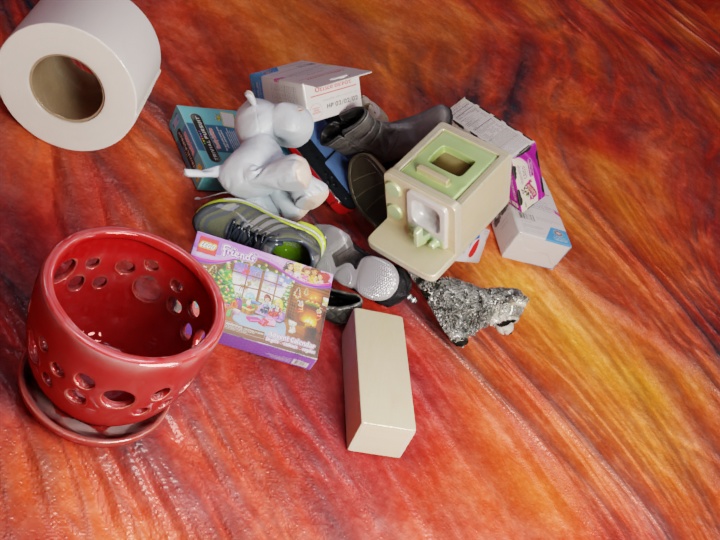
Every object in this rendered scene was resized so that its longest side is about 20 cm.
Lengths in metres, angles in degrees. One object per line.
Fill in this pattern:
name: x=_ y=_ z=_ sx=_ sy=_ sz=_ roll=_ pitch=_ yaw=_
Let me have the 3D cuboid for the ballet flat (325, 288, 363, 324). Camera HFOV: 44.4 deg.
ballet flat: x=-0.091 y=0.023 z=1.270 sx=0.199 sy=0.057 sz=0.067 roll=20 pitch=42 yaw=-17

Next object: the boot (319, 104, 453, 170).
boot: x=0.042 y=-0.229 z=1.441 sx=0.132 sy=0.200 sz=0.070 roll=32 pitch=36 yaw=-45

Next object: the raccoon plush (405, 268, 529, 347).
raccoon plush: x=0.167 y=0.026 z=1.340 sx=0.200 sy=0.134 sz=0.097 roll=53 pitch=9 yaw=-28

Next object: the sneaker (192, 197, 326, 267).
sneaker: x=-0.145 y=-0.050 z=1.273 sx=0.199 sy=0.074 sz=0.081 roll=13 pitch=20 yaw=-8

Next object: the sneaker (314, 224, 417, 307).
sneaker: x=0.000 y=0.000 z=1.352 sx=0.200 sy=0.076 sz=0.114 roll=32 pitch=1 yaw=38

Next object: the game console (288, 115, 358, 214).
game console: x=-0.047 y=-0.198 z=1.501 sx=0.177 sy=0.031 sz=0.200 roll=55 pitch=29 yaw=-13

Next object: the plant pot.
plant pot: x=-0.271 y=0.080 z=0.980 sx=0.200 sy=0.183 sz=0.201 roll=19 pitch=40 yaw=-17

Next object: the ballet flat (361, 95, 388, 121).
ballet flat: x=-0.012 y=-0.303 z=1.677 sx=0.200 sy=0.062 sz=0.068 roll=-8 pitch=54 yaw=-41

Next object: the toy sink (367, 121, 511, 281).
toy sink: x=0.113 y=-0.106 z=1.296 sx=0.130 sy=0.112 sz=0.200 roll=31 pitch=60 yaw=27

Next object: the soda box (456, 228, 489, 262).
soda box: x=0.147 y=-0.054 z=1.444 sx=0.068 sy=0.064 sz=0.200 roll=21 pitch=8 yaw=22

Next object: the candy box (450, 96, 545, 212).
candy box: x=0.241 y=-0.212 z=1.604 sx=0.061 sy=0.137 sz=0.200 roll=-35 pitch=47 yaw=-11

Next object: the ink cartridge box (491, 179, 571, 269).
ink cartridge box: x=0.310 y=-0.105 z=1.671 sx=0.115 sy=0.068 sz=0.200 roll=14 pitch=42 yaw=-22

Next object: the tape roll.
tape roll: x=-0.404 y=-0.294 z=1.278 sx=0.202 sy=0.203 sz=0.139 roll=22 pitch=39 yaw=-13

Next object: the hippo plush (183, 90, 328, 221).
hippo plush: x=-0.144 y=-0.173 z=1.340 sx=0.199 sy=0.159 sz=0.161 roll=1 pitch=65 yaw=4

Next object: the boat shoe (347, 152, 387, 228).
boat shoe: x=0.045 y=-0.107 z=1.471 sx=0.200 sy=0.072 sz=0.068 roll=63 pitch=25 yaw=-8

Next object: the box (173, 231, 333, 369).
box: x=-0.144 y=0.040 z=1.189 sx=0.199 sy=0.039 sz=0.137 roll=17 pitch=56 yaw=-12

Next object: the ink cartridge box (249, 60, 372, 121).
ink cartridge box: x=-0.079 y=-0.294 z=1.453 sx=0.115 sy=0.068 sz=0.200 roll=-24 pitch=29 yaw=-32

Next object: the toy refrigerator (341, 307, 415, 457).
toy refrigerator: x=0.020 y=0.152 z=1.204 sx=0.076 sy=0.070 sz=0.200 roll=11 pitch=42 yaw=-15

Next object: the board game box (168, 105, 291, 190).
board game box: x=-0.194 y=-0.197 z=1.445 sx=0.199 sy=0.047 sz=0.151 roll=-2 pitch=50 yaw=-36
